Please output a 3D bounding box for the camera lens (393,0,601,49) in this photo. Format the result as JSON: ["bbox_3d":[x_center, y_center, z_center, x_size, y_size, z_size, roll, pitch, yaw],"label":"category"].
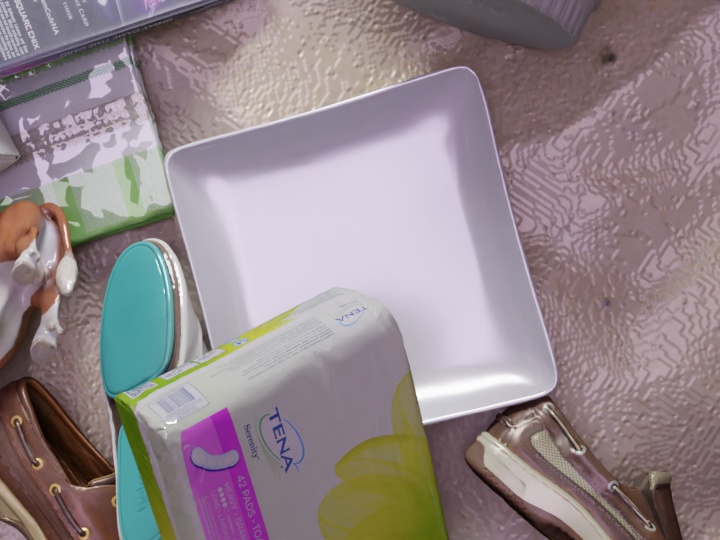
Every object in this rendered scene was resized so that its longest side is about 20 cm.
[{"bbox_3d":[0.087,-0.245,0.878,0.159,0.160,0.202,19,89,5],"label":"camera lens"}]

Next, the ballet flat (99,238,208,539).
[{"bbox_3d":[-0.114,0.080,0.919,0.069,0.070,0.202,-10,62,4],"label":"ballet flat"}]

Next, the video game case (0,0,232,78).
[{"bbox_3d":[-0.171,-0.205,0.931,0.199,0.019,0.144,-22,86,-21],"label":"video game case"}]

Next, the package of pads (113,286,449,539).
[{"bbox_3d":[-0.030,0.126,0.852,0.154,0.068,0.202,-27,116,-27],"label":"package of pads"}]

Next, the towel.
[{"bbox_3d":[-0.204,-0.110,0.964,0.148,0.031,0.202,-17,88,6],"label":"towel"}]

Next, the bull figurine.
[{"bbox_3d":[-0.234,0.047,0.907,0.065,0.121,0.201,33,95,-29],"label":"bull figurine"}]

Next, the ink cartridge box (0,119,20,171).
[{"bbox_3d":[-0.317,-0.113,0.925,0.146,0.083,0.201,-31,84,16],"label":"ink cartridge box"}]

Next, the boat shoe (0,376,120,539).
[{"bbox_3d":[-0.154,0.146,0.917,0.200,0.072,0.068,43,102,8],"label":"boat shoe"}]

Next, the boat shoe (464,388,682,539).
[{"bbox_3d":[0.157,0.147,0.898,0.202,0.075,0.075,41,85,6],"label":"boat shoe"}]

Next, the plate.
[{"bbox_3d":[0.000,0.000,0.931,0.198,0.032,0.201,-16,85,8],"label":"plate"}]
